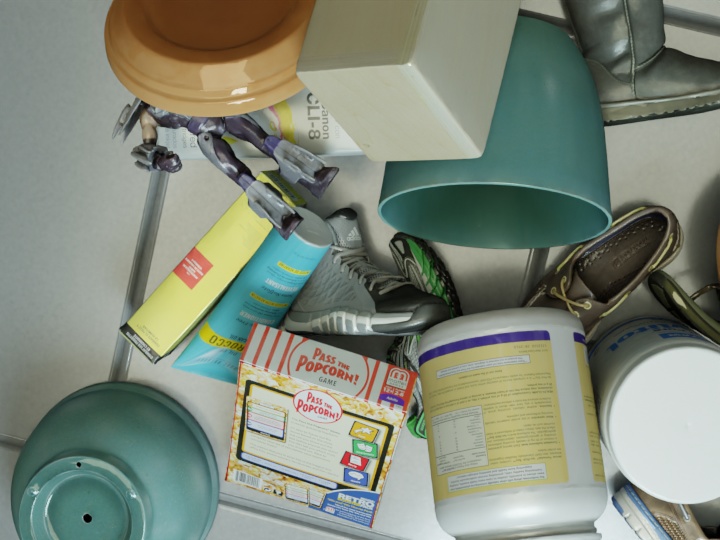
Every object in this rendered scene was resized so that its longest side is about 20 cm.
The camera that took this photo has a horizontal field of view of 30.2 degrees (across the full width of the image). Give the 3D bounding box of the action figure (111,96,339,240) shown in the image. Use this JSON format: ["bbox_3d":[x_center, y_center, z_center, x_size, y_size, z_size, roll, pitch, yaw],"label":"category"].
[{"bbox_3d":[-0.115,-0.116,1.084,0.199,0.069,0.131,37,92,-3],"label":"action figure"}]

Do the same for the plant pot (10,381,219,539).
[{"bbox_3d":[-0.240,0.216,1.245,0.198,0.134,0.203,0,96,5],"label":"plant pot"}]

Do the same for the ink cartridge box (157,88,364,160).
[{"bbox_3d":[-0.071,-0.173,1.184,0.197,0.145,0.147,-2,95,5],"label":"ink cartridge box"}]

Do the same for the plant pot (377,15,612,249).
[{"bbox_3d":[0.118,-0.122,1.150,0.198,0.201,0.163,3,77,5],"label":"plant pot"}]

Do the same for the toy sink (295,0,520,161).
[{"bbox_3d":[0.043,-0.205,1.043,0.111,0.130,0.202,1,65,32],"label":"toy sink"}]

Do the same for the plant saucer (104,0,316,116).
[{"bbox_3d":[-0.109,-0.207,1.067,0.198,0.038,0.202,-3,53,3],"label":"plant saucer"}]

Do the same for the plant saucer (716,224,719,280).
[{"bbox_3d":[0.404,-0.007,1.160,0.198,0.037,0.203,3,81,-18],"label":"plant saucer"}]

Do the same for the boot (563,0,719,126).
[{"bbox_3d":[0.262,-0.238,1.191,0.180,0.073,0.203,-6,89,4],"label":"boot"}]

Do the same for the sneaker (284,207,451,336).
[{"bbox_3d":[0.000,0.000,1.193,0.199,0.075,0.117,-4,84,47],"label":"sneaker"}]

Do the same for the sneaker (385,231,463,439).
[{"bbox_3d":[0.056,0.063,1.229,0.084,0.078,0.202,-13,95,7],"label":"sneaker"}]

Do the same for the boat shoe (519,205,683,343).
[{"bbox_3d":[0.207,0.014,1.211,0.199,0.059,0.072,-39,71,7],"label":"boat shoe"}]

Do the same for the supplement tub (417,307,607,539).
[{"bbox_3d":[0.127,0.143,1.109,0.144,0.145,0.202,-7,75,6],"label":"supplement tub"}]

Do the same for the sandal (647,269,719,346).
[{"bbox_3d":[0.341,0.044,1.196,0.199,0.080,0.058,26,96,-15],"label":"sandal"}]

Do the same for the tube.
[{"bbox_3d":[-0.096,0.030,1.221,0.077,0.051,0.201,20,124,-24],"label":"tube"}]

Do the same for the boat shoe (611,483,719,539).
[{"bbox_3d":[0.320,0.267,1.228,0.072,0.072,0.200,-40,91,6],"label":"boat shoe"}]

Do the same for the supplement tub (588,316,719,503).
[{"bbox_3d":[0.263,0.114,1.151,0.130,0.200,0.134,0,94,2],"label":"supplement tub"}]

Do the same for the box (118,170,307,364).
[{"bbox_3d":[-0.136,-0.004,1.243,0.050,0.075,0.200,44,99,1],"label":"box"}]

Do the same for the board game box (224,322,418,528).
[{"bbox_3d":[-0.040,0.144,1.201,0.150,0.047,0.201,17,140,3],"label":"board game box"}]
